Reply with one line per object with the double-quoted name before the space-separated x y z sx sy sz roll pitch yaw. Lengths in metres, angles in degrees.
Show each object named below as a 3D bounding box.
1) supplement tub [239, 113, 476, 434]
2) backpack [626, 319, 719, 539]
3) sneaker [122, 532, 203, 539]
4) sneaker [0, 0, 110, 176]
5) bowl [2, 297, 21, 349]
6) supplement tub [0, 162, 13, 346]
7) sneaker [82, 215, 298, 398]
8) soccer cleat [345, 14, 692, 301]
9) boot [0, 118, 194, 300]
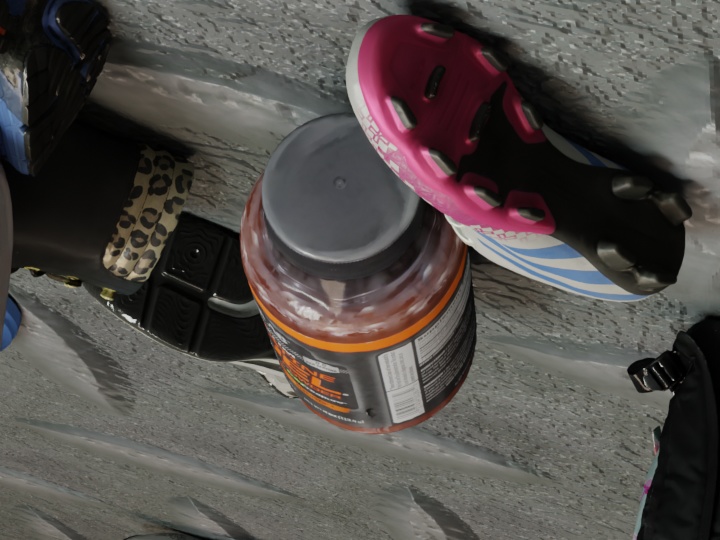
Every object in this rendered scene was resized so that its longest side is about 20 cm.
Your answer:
"supplement tub" 0.000 0.000 0.958 0.106 0.108 0.200 15 160 12
"backpack" 0.208 0.135 0.981 0.166 0.201 0.126 1 154 39
"sneaker" -0.140 0.285 1.922 0.200 0.068 0.108 16 160 -2
"sneaker" -0.165 -0.112 0.882 0.078 0.076 0.200 26 157 16
"bowl" -0.338 0.017 1.418 0.199 0.040 0.201 17 161 6
"supplement tub" -0.266 0.000 0.913 0.198 0.141 0.140 6 160 0
"sneaker" -0.074 0.036 1.165 0.199 0.076 0.115 20 159 -9
"soccer cleat" 0.053 -0.038 0.856 0.199 0.070 0.086 32 157 -34
"boot" -0.192 -0.007 1.038 0.153 0.204 0.074 22 -155 -23
